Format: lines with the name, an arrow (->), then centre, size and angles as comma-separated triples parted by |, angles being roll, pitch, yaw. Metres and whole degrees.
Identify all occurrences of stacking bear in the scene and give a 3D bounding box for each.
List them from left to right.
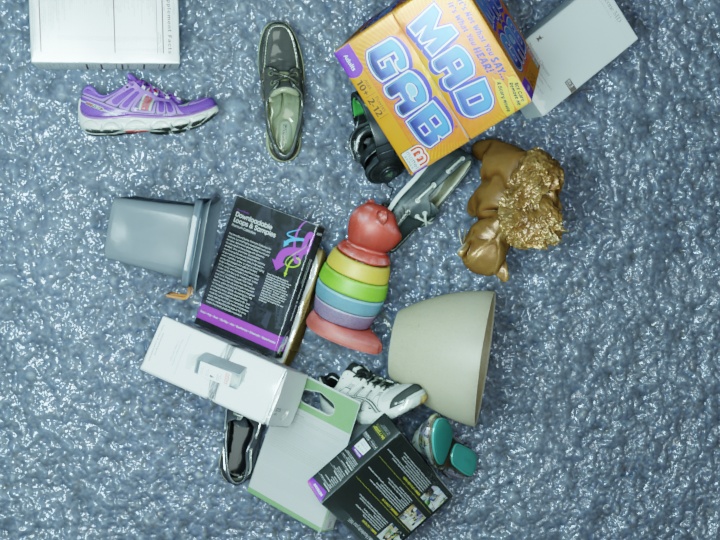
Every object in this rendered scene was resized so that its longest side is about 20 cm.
stacking bear -> 0.000, 0.000, 1.555 | 0.112, 0.122, 0.203 | 14, 104, -18

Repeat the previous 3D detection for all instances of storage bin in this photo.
storage bin -> -0.275, -0.041, 1.478 | 0.132, 0.200, 0.149 | 10, 94, -3

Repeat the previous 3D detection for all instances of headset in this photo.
headset -> 0.013, -0.166, 1.566 | 0.092, 0.124, 0.203 | -20, 124, -6

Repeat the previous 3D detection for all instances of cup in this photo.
cup -> 0.119, 0.122, 1.597 | 0.140, 0.200, 0.205 | 8, 95, 10

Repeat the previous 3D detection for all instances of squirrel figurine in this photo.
squirrel figurine -> 0.218, -0.083, 1.577 | 0.140, 0.199, 0.189 | 33, 80, -19

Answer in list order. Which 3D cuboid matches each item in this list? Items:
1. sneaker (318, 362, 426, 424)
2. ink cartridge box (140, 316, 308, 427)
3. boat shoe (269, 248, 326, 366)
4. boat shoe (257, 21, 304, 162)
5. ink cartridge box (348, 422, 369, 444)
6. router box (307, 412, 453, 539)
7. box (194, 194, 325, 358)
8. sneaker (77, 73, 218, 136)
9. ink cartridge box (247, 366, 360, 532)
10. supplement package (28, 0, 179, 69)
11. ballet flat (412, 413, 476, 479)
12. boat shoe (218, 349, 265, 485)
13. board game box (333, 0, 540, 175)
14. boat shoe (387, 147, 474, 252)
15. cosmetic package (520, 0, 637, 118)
sneaker -> 0.008, 0.178, 1.572 | 0.075, 0.198, 0.089 | -13, 89, -50
ink cartridge box -> -0.187, 0.144, 1.498 | 0.197, 0.146, 0.086 | 23, 86, 12
boat shoe -> -0.111, 0.057, 1.588 | 0.068, 0.071, 0.204 | 18, 92, 7
boat shoe -> -0.110, -0.260, 1.548 | 0.070, 0.066, 0.205 | -3, 97, -12
ink cartridge box -> 0.036, 0.334, 1.649 | 0.115, 0.067, 0.202 | -35, 103, -6
router box -> 0.032, 0.316, 1.538 | 0.149, 0.051, 0.201 | -40, 133, -4
box -> -0.147, 0.008, 1.551 | 0.141, 0.036, 0.204 | 21, 94, 21
sneaker -> -0.299, -0.236, 1.503 | 0.196, 0.081, 0.085 | -2, 91, -12
ink cartridge box -> -0.076, 0.263, 1.579 | 0.144, 0.048, 0.204 | 21, 95, 29
supplement package -> -0.349, -0.335, 1.461 | 0.196, 0.109, 0.116 | -1, 97, -13
ballet flat -> 0.116, 0.270, 1.622 | 0.072, 0.072, 0.201 | -47, 144, -4
boat shoe -> -0.169, 0.222, 1.590 | 0.071, 0.063, 0.204 | 11, 93, -13
board game box -> 0.114, -0.294, 1.492 | 0.198, 0.200, 0.202 | -29, 104, 23
boat shoe -> 0.096, -0.105, 1.603 | 0.060, 0.076, 0.202 | 33, 90, 23
cosmetic package -> 0.310, -0.337, 1.630 | 0.199, 0.081, 0.113 | -40, 101, -5
